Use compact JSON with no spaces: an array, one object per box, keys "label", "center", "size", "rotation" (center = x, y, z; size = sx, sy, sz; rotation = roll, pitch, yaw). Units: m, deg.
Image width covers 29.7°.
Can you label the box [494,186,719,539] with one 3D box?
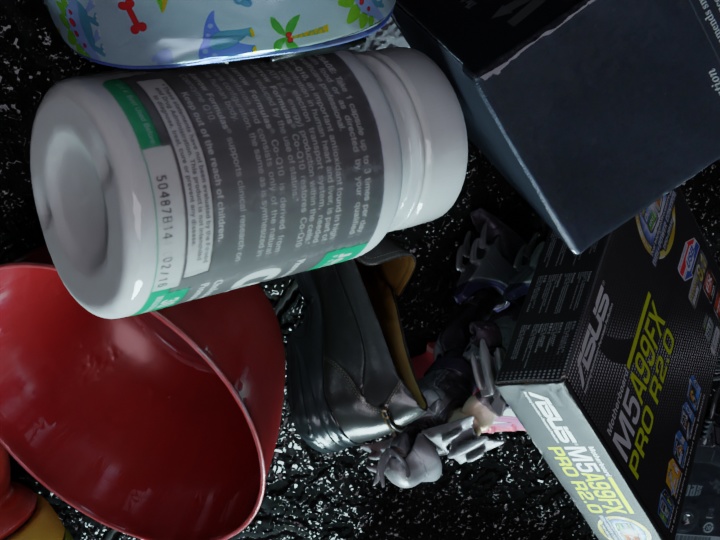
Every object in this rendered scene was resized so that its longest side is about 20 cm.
[{"label":"box","center":[0.157,0.038,0.800],"size":[0.044,0.201,0.161],"rotation":[-6,134,35]}]

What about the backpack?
[{"label":"backpack","center":[-0.077,-0.184,0.646],"size":[0.182,0.200,0.148],"rotation":[-11,123,-8]}]

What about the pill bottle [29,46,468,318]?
[{"label":"pill bottle","center":[-0.051,-0.052,0.674],"size":[0.199,0.113,0.114],"rotation":[-15,118,-33]}]

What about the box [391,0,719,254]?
[{"label":"box","center":[0.137,-0.140,0.726],"size":[0.199,0.197,0.118],"rotation":[-34,117,3]}]

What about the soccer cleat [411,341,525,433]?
[{"label":"soccer cleat","center":[0.099,0.083,0.888],"size":[0.198,0.067,0.077],"rotation":[-13,120,-11]}]

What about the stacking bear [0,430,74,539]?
[{"label":"stacking bear","center":[-0.231,0.176,0.828],"size":[0.113,0.122,0.201],"rotation":[-18,108,-3]}]

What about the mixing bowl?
[{"label":"mixing bowl","center":[-0.118,0.048,0.773],"size":[0.199,0.109,0.201],"rotation":[16,132,19]}]

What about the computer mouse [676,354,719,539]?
[{"label":"computer mouse","center":[0.253,0.136,0.956],"size":[0.139,0.046,0.202],"rotation":[1,109,-14]}]

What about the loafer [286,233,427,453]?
[{"label":"loafer","center":[0.000,0.000,0.773],"size":[0.072,0.202,0.073],"rotation":[-13,163,25]}]

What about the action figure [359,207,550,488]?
[{"label":"action figure","center":[0.060,0.050,0.798],"size":[0.070,0.130,0.200],"rotation":[52,54,-23]}]
